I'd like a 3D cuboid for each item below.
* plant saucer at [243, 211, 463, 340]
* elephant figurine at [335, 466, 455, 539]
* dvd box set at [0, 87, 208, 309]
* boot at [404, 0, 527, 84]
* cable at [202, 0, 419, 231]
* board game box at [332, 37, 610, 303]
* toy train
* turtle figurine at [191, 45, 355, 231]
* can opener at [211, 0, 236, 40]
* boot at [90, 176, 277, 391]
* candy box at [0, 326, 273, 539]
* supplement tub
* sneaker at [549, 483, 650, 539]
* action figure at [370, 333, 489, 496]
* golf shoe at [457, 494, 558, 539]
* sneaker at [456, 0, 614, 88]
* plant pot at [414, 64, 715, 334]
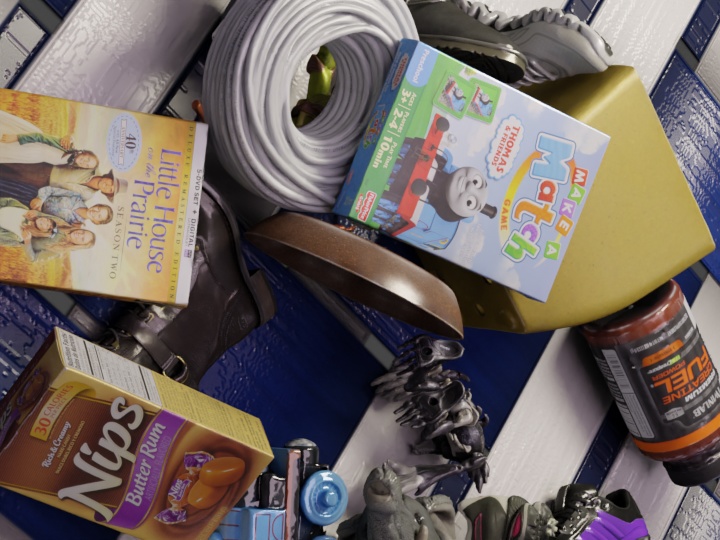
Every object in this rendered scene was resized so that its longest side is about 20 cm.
[{"bbox_3d":[0.000,0.000,1.454,0.200,0.200,0.035,31,82,-34],"label":"plant saucer"},{"bbox_3d":[0.038,0.248,1.508,0.141,0.155,0.202,-14,96,-37],"label":"elephant figurine"},{"bbox_3d":[-0.221,-0.056,1.349,0.199,0.029,0.148,9,83,-18],"label":"dvd box set"},{"bbox_3d":[0.086,-0.272,1.567,0.073,0.181,0.201,58,50,-64],"label":"boot"},{"bbox_3d":[-0.034,-0.147,1.424,0.199,0.069,0.201,16,93,-42],"label":"cable"},{"bbox_3d":[0.093,-0.079,1.449,0.199,0.037,0.152,22,89,-26],"label":"board game box"},{"bbox_3d":[-0.075,0.239,1.463,0.114,0.086,0.202,5,85,-32],"label":"toy train"},{"bbox_3d":[-0.043,-0.136,1.512,0.200,0.064,0.162,35,67,-32],"label":"turtle figurine"},{"bbox_3d":[-0.055,-0.254,1.447,0.200,0.067,0.053,-48,139,12],"label":"can opener"},{"bbox_3d":[-0.163,0.025,1.409,0.174,0.069,0.201,-45,115,-29],"label":"boot"},{"bbox_3d":[-0.180,0.136,1.361,0.199,0.057,0.117,28,110,-31],"label":"candy box"},{"bbox_3d":[0.302,0.113,1.753,0.107,0.107,0.201,-40,112,-32],"label":"supplement tub"},{"bbox_3d":[0.197,0.256,1.695,0.199,0.069,0.100,-11,87,-41],"label":"sneaker"},{"bbox_3d":[0.061,0.131,1.564,0.200,0.101,0.120,70,8,-62],"label":"action figure"},{"bbox_3d":[0.118,0.301,1.592,0.077,0.088,0.202,28,72,-61],"label":"golf shoe"},{"bbox_3d":[0.142,-0.189,1.583,0.075,0.199,0.081,39,73,-39],"label":"sneaker"},{"bbox_3d":[0.158,-0.047,1.598,0.200,0.195,0.195,-38,111,-26],"label":"plant pot"}]
